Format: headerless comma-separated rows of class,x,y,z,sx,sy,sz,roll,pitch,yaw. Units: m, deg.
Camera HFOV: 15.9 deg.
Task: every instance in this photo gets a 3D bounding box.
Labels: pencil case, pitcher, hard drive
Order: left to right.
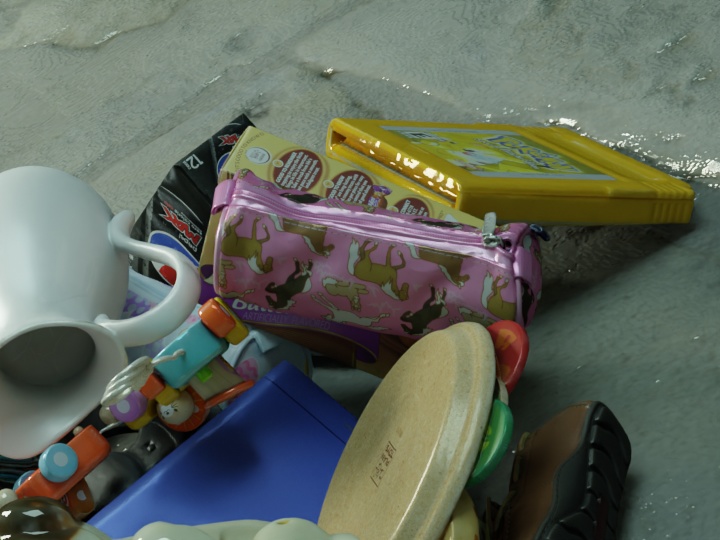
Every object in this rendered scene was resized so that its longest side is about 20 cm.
pitcher,-0.186,0.007,1.661,0.172,0.121,0.200,-27,35,7
pencil case,-0.123,0.051,1.739,0.083,0.091,0.200,-3,17,-45
hard drive,-0.070,0.155,1.550,0.132,0.025,0.200,39,61,22
pencil case,0.009,-0.005,1.536,0.200,0.087,0.083,10,13,12

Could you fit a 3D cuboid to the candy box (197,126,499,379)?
candy box,0.000,0.000,1.630,0.200,0.117,0.056,22,42,5

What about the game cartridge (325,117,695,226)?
game cartridge,0.104,-0.068,1.745,0.200,0.032,0.176,-2,19,-31

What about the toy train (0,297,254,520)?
toy train,-0.133,0.094,1.558,0.150,0.056,0.200,-41,-1,-36

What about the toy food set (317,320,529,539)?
toy food set,0.033,0.117,1.456,0.198,0.049,0.200,-67,14,-10

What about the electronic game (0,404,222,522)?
electronic game,-0.164,0.152,1.633,0.200,0.042,0.200,-18,46,19

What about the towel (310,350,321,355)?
towel,-0.015,0.015,1.800,0.200,0.024,0.147,-2,36,32

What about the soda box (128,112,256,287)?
soda box,-0.112,-0.032,1.797,0.071,0.063,0.200,-40,-4,-27

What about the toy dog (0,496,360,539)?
toy dog,-0.110,0.180,1.391,0.200,0.140,0.194,6,27,-20

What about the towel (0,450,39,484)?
towel,-0.291,0.069,1.684,0.147,0.022,0.200,14,22,-21

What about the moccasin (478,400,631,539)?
moccasin,0.099,0.150,1.459,0.078,0.074,0.201,-24,30,28
